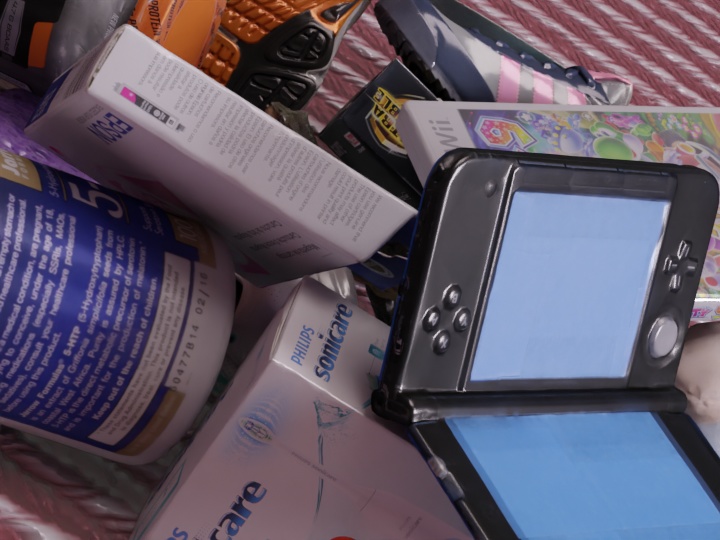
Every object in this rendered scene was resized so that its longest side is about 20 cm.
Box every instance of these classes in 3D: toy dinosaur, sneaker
[{"bbox_3d":[0.000,0.000,1.480,0.200,0.088,0.047,43,30,10],"label":"toy dinosaur"},{"bbox_3d":[-0.036,-0.138,1.561,0.076,0.200,0.092,40,-8,3],"label":"sneaker"},{"bbox_3d":[0.096,-0.089,1.468,0.200,0.082,0.070,45,-2,-10],"label":"sneaker"},{"bbox_3d":[-0.034,0.062,1.383,0.088,0.075,0.200,1,39,-23],"label":"sneaker"}]

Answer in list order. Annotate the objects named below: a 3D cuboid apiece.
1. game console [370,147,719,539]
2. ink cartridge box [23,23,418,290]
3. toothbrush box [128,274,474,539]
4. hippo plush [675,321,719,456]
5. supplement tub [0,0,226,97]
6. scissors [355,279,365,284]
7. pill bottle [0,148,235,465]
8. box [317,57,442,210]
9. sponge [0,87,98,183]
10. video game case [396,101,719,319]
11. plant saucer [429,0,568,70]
[{"bbox_3d":[0.115,0.047,1.199,0.118,0.171,0.200,22,14,40],"label":"game console"},{"bbox_3d":[-0.054,-0.034,1.294,0.200,0.043,0.196,34,-11,-10],"label":"ink cartridge box"},{"bbox_3d":[0.014,0.121,1.243,0.200,0.147,0.085,33,27,-6],"label":"toothbrush box"},{"bbox_3d":[0.133,0.136,1.368,0.200,0.159,0.161,67,26,-42],"label":"hippo plush"},{"bbox_3d":[-0.177,-0.162,1.453,0.200,0.123,0.123,24,25,12],"label":"supplement tub"},{"bbox_3d":[0.020,0.011,1.571,0.200,0.014,0.073,35,25,-4],"label":"scissors"},{"bbox_3d":[-0.168,0.006,1.245,0.200,0.120,0.120,20,31,-28],"label":"pill bottle"},{"bbox_3d":[0.052,-0.038,1.502,0.159,0.046,0.200,45,-3,-4],"label":"box"},{"bbox_3d":[-0.157,-0.048,1.440,0.112,0.030,0.200,43,28,11],"label":"sponge"},{"bbox_3d":[0.131,-0.030,1.367,0.199,0.018,0.143,0,44,-24],"label":"video game case"},{"bbox_3d":[0.092,-0.102,1.581,0.201,0.039,0.201,33,0,0],"label":"plant saucer"}]
